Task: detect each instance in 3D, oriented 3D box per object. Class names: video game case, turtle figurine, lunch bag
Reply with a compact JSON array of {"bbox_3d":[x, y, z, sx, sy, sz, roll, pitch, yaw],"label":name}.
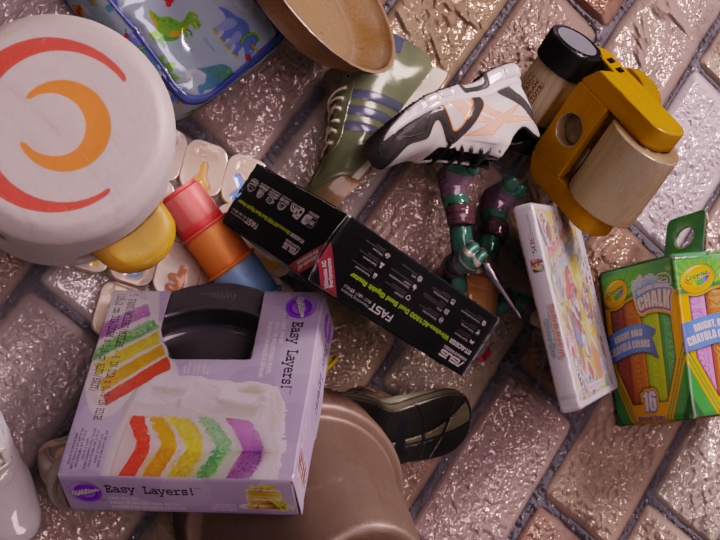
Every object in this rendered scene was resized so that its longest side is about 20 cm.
[{"bbox_3d":[0.192,0.031,1.280,0.023,0.200,0.183,-14,86,20],"label":"video game case"},{"bbox_3d":[0.114,0.005,1.278,0.150,0.100,0.201,32,50,-53],"label":"turtle figurine"},{"bbox_3d":[-0.164,-0.248,1.209,0.161,0.082,0.200,-41,100,-29],"label":"lunch bag"}]

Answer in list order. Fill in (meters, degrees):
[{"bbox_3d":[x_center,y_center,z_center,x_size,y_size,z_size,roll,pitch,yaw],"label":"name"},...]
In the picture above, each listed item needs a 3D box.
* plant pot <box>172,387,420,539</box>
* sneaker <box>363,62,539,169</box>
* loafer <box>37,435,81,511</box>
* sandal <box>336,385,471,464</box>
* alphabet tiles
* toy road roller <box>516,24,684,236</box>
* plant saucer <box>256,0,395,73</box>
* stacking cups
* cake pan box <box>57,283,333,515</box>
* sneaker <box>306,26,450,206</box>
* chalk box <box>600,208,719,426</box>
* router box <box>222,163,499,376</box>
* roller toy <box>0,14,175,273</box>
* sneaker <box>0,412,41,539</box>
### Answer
[{"bbox_3d":[-0.031,0.212,1.103,0.199,0.175,0.201,-8,109,-23],"label":"plant pot"},{"bbox_3d":[0.088,-0.123,1.237,0.200,0.074,0.080,-26,88,-36],"label":"sneaker"},{"bbox_3d":[-0.168,0.146,1.152,0.199,0.063,0.072,-7,118,-28],"label":"loafer"},{"bbox_3d":[0.010,0.138,1.237,0.200,0.057,0.080,2,107,-38],"label":"sandal"},{"bbox_3d":[-0.154,-0.022,1.211,0.199,0.015,0.196,20,74,-21],"label":"alphabet tiles"},{"bbox_3d":[0.236,-0.134,1.322,0.146,0.123,0.200,0,44,-42],"label":"toy road roller"},{"bbox_3d":[-0.047,-0.248,1.218,0.200,0.035,0.201,40,31,-30],"label":"plant saucer"},{"bbox_3d":[-0.097,0.011,1.196,0.060,0.060,0.200,-34,93,-25],"label":"stacking cups"},{"bbox_3d":[-0.123,0.097,1.087,0.183,0.052,0.201,2,46,8],"label":"cake pan box"},{"bbox_3d":[-0.007,-0.143,1.273,0.090,0.067,0.200,44,64,-8],"label":"sneaker"},{"bbox_3d":[0.321,0.044,1.354,0.123,0.125,0.201,-3,81,-25],"label":"chalk box"},{"bbox_3d":[0.000,0.000,1.166,0.200,0.150,0.062,34,89,-37],"label":"router box"},{"bbox_3d":[-0.239,-0.099,1.113,0.199,0.140,0.183,9,79,-8],"label":"roller toy"},{"bbox_3d":[-0.309,0.129,1.081,0.070,0.080,0.201,-30,96,-27],"label":"sneaker"}]
